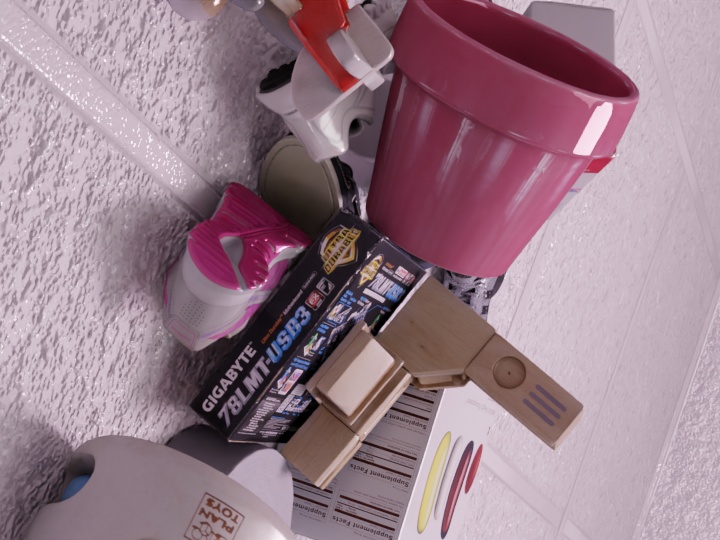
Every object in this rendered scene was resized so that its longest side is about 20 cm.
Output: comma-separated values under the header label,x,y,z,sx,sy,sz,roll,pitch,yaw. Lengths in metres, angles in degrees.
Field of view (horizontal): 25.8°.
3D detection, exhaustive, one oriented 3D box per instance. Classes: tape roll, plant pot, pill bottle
label,x,y,z,sx,sy,sz,roll,pitch,yaw
tape roll,-0.131,0.233,1.300,0.200,0.066,0.201,-47,145,-47
plant pot,0.096,-0.102,1.246,0.200,0.200,0.180,-21,139,-63
pill bottle,0.045,-0.110,1.415,0.200,0.110,0.111,31,77,-68

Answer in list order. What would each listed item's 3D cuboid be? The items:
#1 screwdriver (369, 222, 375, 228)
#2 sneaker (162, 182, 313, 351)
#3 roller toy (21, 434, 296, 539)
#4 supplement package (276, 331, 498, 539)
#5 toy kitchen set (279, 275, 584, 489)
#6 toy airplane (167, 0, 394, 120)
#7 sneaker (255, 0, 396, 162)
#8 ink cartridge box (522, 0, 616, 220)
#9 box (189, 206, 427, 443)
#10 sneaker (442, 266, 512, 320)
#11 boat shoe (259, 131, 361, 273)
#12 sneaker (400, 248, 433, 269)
label,x,y,z,sx,sy,sz,roll,pitch,yaw
screwdriver,0.000,0.000,1.491,0.029,0.028,0.200,52,50,-30
sneaker,-0.103,-0.002,1.197,0.088,0.081,0.200,-53,176,23
roller toy,-0.139,0.206,1.098,0.140,0.199,0.183,-63,150,-26
supplement package,0.025,0.170,1.517,0.191,0.146,0.201,29,77,-68
toy kitchen set,0.057,0.130,1.321,0.200,0.180,0.163,-49,167,-6
toy airplane,-0.062,-0.194,1.066,0.200,0.141,0.200,-96,166,-49
sneaker,-0.015,-0.154,1.245,0.081,0.075,0.200,57,35,-17
ink cartridge box,0.170,-0.145,1.485,0.200,0.085,0.148,129,-37,-70
box,-0.037,0.052,1.296,0.199,0.050,0.200,-53,166,2
sneaker,0.109,0.026,1.718,0.114,0.075,0.201,66,39,-57
boat shoe,-0.033,-0.062,1.315,0.200,0.074,0.066,77,35,-52
sneaker,0.093,-0.052,1.631,0.200,0.070,0.082,-46,162,-35
